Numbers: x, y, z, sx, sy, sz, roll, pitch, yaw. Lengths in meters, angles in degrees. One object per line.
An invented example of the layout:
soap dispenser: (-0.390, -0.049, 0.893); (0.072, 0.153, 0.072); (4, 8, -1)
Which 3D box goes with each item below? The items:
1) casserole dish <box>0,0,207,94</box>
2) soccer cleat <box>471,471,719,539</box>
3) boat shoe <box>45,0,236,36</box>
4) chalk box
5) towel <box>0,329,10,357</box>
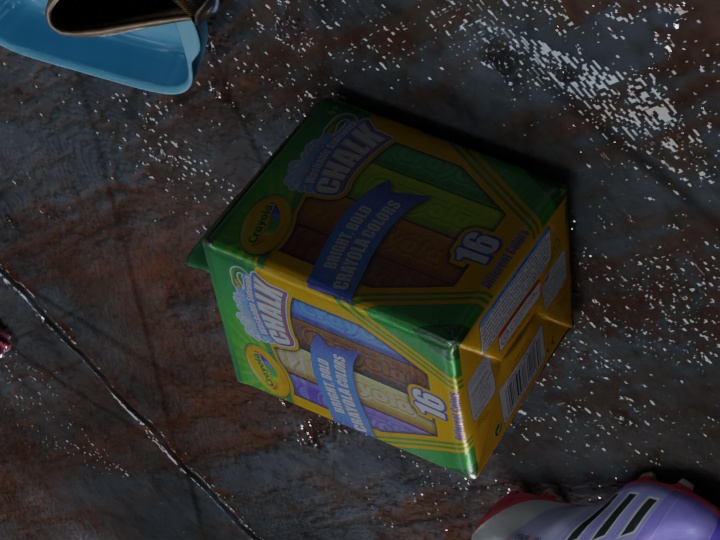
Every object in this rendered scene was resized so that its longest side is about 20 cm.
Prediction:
casserole dish: (-0.162, -0.167, 1.207); (0.200, 0.039, 0.121); (18, 144, 31)
soccer cleat: (0.142, 0.171, 1.309); (0.200, 0.077, 0.067); (-8, 128, 51)
boat shoe: (-0.075, -0.157, 1.062); (0.200, 0.072, 0.072); (-20, 118, 37)
chalk box: (0.000, 0.000, 1.165); (0.200, 0.125, 0.124); (21, 146, 23)
towel: (-0.369, -0.002, 1.656); (0.146, 0.030, 0.200); (-8, 125, 51)
